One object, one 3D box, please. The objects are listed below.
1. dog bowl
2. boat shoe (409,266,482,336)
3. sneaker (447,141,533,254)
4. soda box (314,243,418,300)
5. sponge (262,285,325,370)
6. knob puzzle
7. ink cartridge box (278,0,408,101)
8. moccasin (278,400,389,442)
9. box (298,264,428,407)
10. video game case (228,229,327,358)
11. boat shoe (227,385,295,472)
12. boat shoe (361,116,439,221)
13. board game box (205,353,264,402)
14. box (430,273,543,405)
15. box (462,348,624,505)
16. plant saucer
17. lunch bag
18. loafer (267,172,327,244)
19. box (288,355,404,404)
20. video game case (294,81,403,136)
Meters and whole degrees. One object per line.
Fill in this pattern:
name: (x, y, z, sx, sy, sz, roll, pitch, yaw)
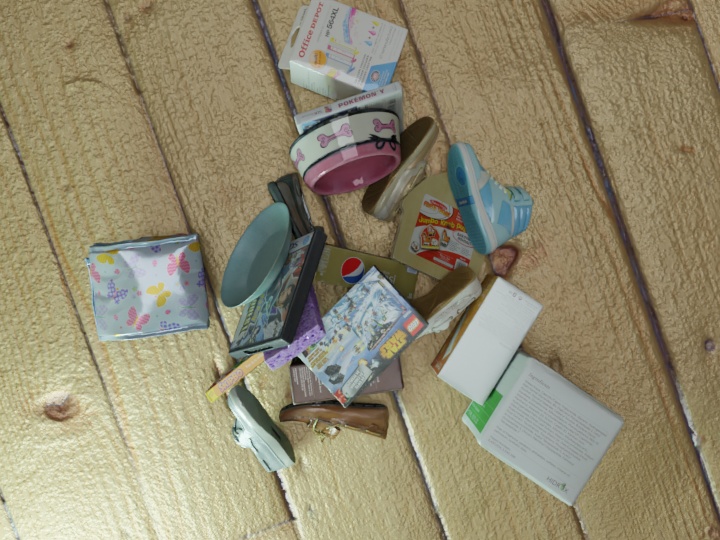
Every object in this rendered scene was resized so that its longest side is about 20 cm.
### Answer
dog bowl: (-0.018, -0.194, 1.514, 0.196, 0.200, 0.075, -18, 78, -1)
boat shoe: (0.129, 0.079, 1.559, 0.198, 0.071, 0.069, -35, 129, 7)
sneaker: (0.234, -0.144, 1.579, 0.129, 0.079, 0.204, -23, 104, -18)
soda box: (0.000, 0.000, 1.560, 0.197, 0.068, 0.065, 13, 92, -25)
sponge: (-0.124, 0.074, 1.531, 0.111, 0.201, 0.030, -35, 123, 9)
knob puzzle: (0.150, -0.082, 1.597, 0.216, 0.030, 0.225, 2, 84, -24)
ink cartridge box: (-0.035, -0.373, 1.544, 0.197, 0.125, 0.131, 20, 85, -2)
moccasin: (-0.048, 0.273, 1.607, 0.197, 0.074, 0.079, 6, 84, -11)
box: (0.000, 0.110, 1.506, 0.200, 0.040, 0.137, -44, 88, 6)
video game case: (-0.140, 0.041, 1.500, 0.025, 0.179, 0.203, 31, 62, -27)
boat shoe: (-0.188, 0.287, 1.572, 0.071, 0.070, 0.202, -28, 123, 7)
boat shoe: (0.081, -0.177, 1.592, 0.069, 0.074, 0.201, 30, 100, -35)
board game box: (-0.185, 0.156, 1.582, 0.199, 0.096, 0.030, -36, 93, 0)
box: (0.219, 0.117, 1.577, 0.097, 0.124, 0.202, 32, 91, -2)
box: (0.308, 0.258, 1.546, 0.198, 0.199, 0.173, 34, 91, -2)
plant saucer: (-0.170, -0.020, 1.540, 0.038, 0.201, 0.203, 31, 92, -28)
lunch bag: (-0.369, 0.026, 1.561, 0.196, 0.127, 0.173, -9, 95, -11)
loafer: (-0.094, -0.079, 1.590, 0.062, 0.072, 0.202, -29, 91, -6)
box: (-0.025, 0.182, 1.585, 0.196, 0.100, 0.077, -6, 93, -2)
video game case: (-0.014, -0.246, 1.520, 0.179, 0.200, 0.023, -18, 78, -1)
